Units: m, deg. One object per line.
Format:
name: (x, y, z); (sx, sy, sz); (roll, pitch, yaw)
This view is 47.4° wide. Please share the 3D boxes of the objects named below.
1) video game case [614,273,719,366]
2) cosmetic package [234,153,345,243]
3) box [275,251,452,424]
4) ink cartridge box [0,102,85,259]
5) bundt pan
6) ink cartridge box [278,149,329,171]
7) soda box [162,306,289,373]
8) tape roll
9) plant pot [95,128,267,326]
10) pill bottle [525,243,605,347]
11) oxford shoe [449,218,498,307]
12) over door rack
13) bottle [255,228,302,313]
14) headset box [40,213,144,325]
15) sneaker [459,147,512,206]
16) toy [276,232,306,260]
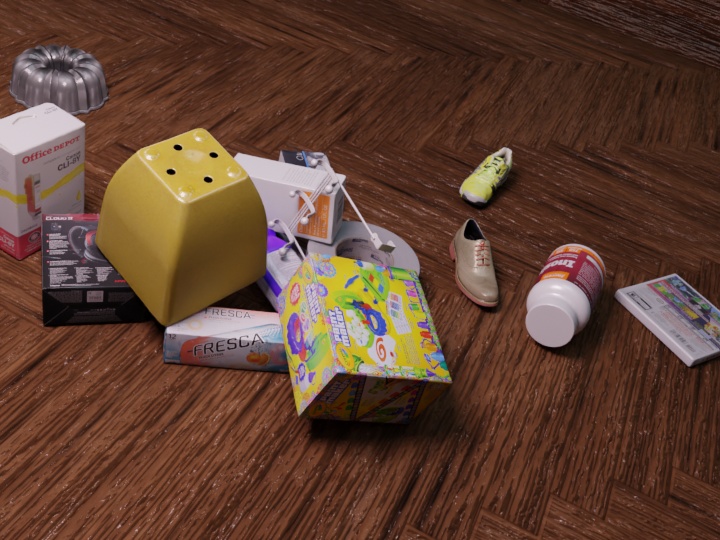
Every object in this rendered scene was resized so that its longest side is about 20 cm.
video game case: (0.614, 0.090, 1.567); (0.180, 0.023, 0.200); (-12, 45, -31)
cosmetic package: (-0.131, -0.124, 1.405); (0.197, 0.102, 0.071); (12, 35, 10)
box: (0.000, 0.100, 1.185); (0.191, 0.122, 0.202); (10, 47, -31)
ink cartridge box: (-0.516, -0.141, 1.296); (0.083, 0.202, 0.145); (29, 39, 17)
bundt pan: (-0.620, -0.403, 1.689); (0.199, 0.076, 0.203); (10, 37, -8)
ink cartridge box: (-0.097, -0.168, 1.617); (0.098, 0.040, 0.201); (1, 41, -20)
soda box: (-0.192, 0.101, 1.224); (0.197, 0.064, 0.069); (6, 38, -12)
tape roll: (0.000, 0.000, 1.419); (0.198, 0.067, 0.201); (9, 38, -7)
plant pot: (-0.249, -0.084, 1.187); (0.195, 0.201, 0.194); (-28, 63, -37)
pill bottle: (0.361, 0.045, 1.454); (0.112, 0.114, 0.200); (26, 38, 13)
oxford shoe: (0.212, -0.016, 1.508); (0.070, 0.075, 0.201); (2, 40, -18)
over door rack: (-0.056, -0.057, 1.290); (0.066, 0.148, 0.201); (-2, 49, -54)
bottle: (-0.142, -0.009, 1.348); (0.083, 0.066, 0.201); (-18, 61, -42)
headset box: (-0.418, -0.013, 1.273); (0.147, 0.076, 0.201); (-1, 41, -22)
sneaker: (0.271, -0.206, 1.766); (0.075, 0.077, 0.200); (27, 40, 11)
toy: (-0.191, -0.071, 1.453); (0.199, 0.048, 0.115); (32, 42, 21)
